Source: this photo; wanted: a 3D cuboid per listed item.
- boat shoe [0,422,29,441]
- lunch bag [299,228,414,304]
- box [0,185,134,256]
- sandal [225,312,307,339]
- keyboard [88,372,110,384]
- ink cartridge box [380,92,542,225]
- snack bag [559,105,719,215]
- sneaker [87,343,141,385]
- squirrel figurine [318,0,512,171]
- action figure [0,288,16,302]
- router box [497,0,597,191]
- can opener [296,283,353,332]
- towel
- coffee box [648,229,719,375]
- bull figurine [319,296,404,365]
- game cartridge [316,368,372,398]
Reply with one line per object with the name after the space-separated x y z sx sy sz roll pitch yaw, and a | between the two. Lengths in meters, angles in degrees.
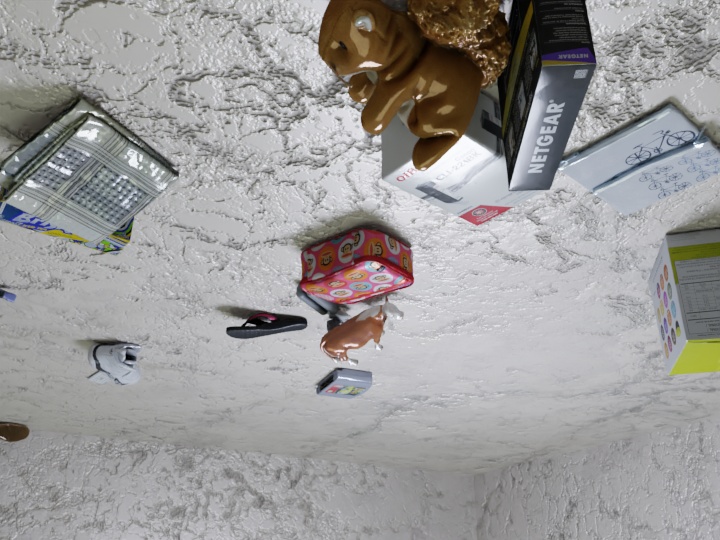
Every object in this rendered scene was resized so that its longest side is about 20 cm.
-1.400 0.623 2.504 0.195 0.075 0.071 6 -174 -36 | boat shoe
0.000 0.000 1.193 0.196 0.085 0.174 -18 153 36 | lunch bag
-0.469 -0.092 1.026 0.196 0.066 0.069 19 148 -34 | box
-0.219 0.124 1.494 0.194 0.047 0.075 -6 163 -23 | sandal
-0.749 0.308 1.902 0.055 0.011 0.198 20 147 -35 | keyboard
0.141 -0.153 0.866 0.196 0.086 0.143 20 149 -34 | ink cartridge box
0.415 -0.153 0.935 0.196 0.022 0.186 22 147 -36 | snack bag
-0.622 0.252 1.709 0.111 0.077 0.201 -5 150 17 | sneaker
0.056 -0.241 0.674 0.198 0.145 0.185 -34 129 29 | squirrel figurine
-0.818 0.060 1.301 0.190 0.108 0.198 -10 152 41 | action figure
0.187 -0.206 0.674 0.050 0.162 0.201 -1 155 3 | router box
-0.072 0.087 1.388 0.051 0.068 0.200 -10 147 23 | can opener
-0.387 -0.129 0.913 0.190 0.035 0.199 -32 144 14 | towel
0.651 0.059 1.153 0.193 0.204 0.201 -6 154 14 | coffee box
0.005 0.136 1.399 0.195 0.066 0.123 -24 138 -1 | bull figurine
-0.043 0.344 1.935 0.129 0.042 0.200 7 153 -21 | game cartridge
